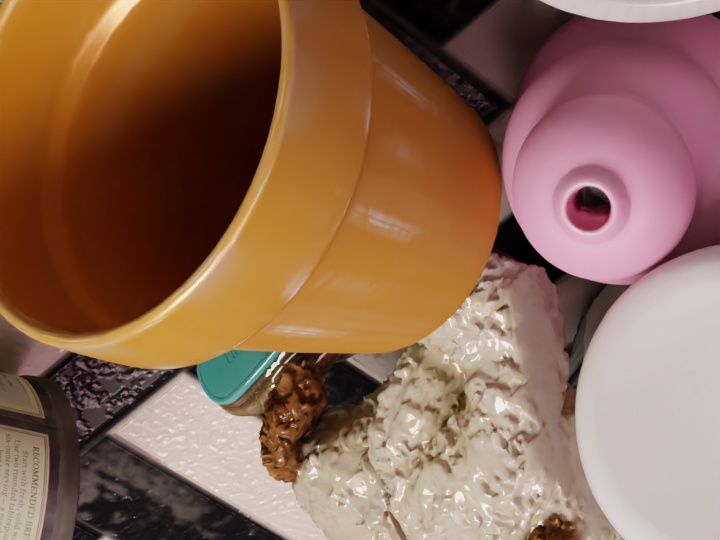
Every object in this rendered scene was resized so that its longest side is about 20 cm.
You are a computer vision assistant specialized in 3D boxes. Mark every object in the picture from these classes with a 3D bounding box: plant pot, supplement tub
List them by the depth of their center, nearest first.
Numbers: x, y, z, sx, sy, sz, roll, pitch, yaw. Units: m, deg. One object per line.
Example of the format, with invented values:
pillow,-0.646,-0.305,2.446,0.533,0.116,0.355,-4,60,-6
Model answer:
plant pot,-0.042,-0.046,1.241,0.200,0.201,0.183,-43,142,25
supplement tub,0.191,0.066,1.265,0.144,0.145,0.200,-36,162,19

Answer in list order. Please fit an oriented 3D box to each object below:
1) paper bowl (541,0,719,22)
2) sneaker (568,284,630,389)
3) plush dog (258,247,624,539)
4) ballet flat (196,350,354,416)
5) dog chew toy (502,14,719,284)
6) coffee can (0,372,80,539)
paper bowl,0.123,-0.209,1.182,0.199,0.105,0.201,-9,136,-9
sneaker,0.138,0.070,1.474,0.077,0.085,0.200,25,122,-35
plush dog,0.046,0.098,1.364,0.171,0.161,0.200,-13,142,45
ballet flat,0.000,0.000,1.384,0.072,0.068,0.200,6,132,-44
dog chew toy,0.117,-0.051,1.270,0.124,0.200,0.125,4,105,14
coffee can,-0.251,0.101,1.344,0.199,0.147,0.147,15,128,-28
